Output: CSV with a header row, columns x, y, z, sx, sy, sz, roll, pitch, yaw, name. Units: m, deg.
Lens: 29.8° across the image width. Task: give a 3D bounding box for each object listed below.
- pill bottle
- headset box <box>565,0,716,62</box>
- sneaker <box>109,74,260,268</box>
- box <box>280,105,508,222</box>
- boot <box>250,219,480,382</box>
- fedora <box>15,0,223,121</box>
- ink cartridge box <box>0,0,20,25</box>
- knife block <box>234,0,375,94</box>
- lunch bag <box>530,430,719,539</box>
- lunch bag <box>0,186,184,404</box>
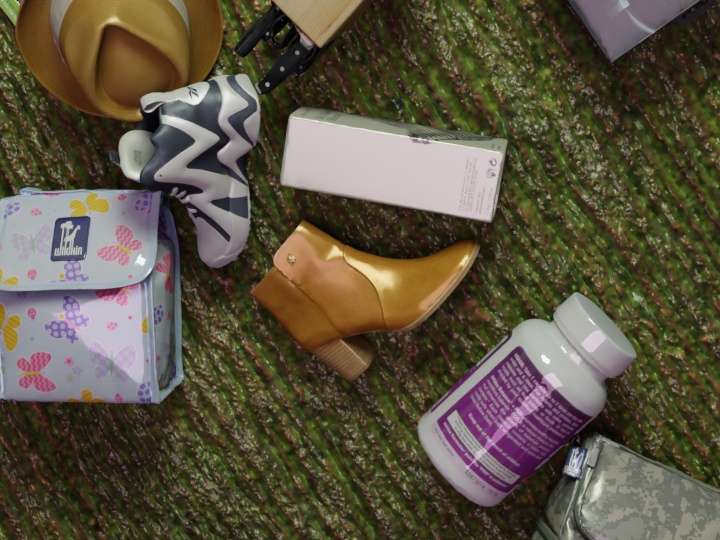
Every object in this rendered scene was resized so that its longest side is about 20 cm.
x,y,z,sx,sy,sz,roll,pitch,yaw,name
0.157,0.117,1.262,0.112,0.112,0.200,44,106,-3,pill bottle
0.236,-0.300,1.162,0.174,0.093,0.200,-36,96,14,headset box
-0.167,-0.085,1.239,0.129,0.080,0.200,-5,135,-21,sneaker
0.032,-0.100,1.247,0.199,0.082,0.069,10,105,5,box
0.000,0.000,1.278,0.144,0.071,0.201,45,110,-6,boot
-0.209,-0.197,1.210,0.200,0.082,0.201,-12,138,-11,fedora
-0.272,-0.304,1.246,0.200,0.076,0.148,-36,96,13,ink cartridge box
-0.031,-0.240,1.179,0.064,0.200,0.176,44,76,-4,knife block
0.261,0.260,1.274,0.199,0.139,0.168,23,89,2,lunch bag
-0.264,0.022,1.299,0.169,0.127,0.201,1,97,6,lunch bag
